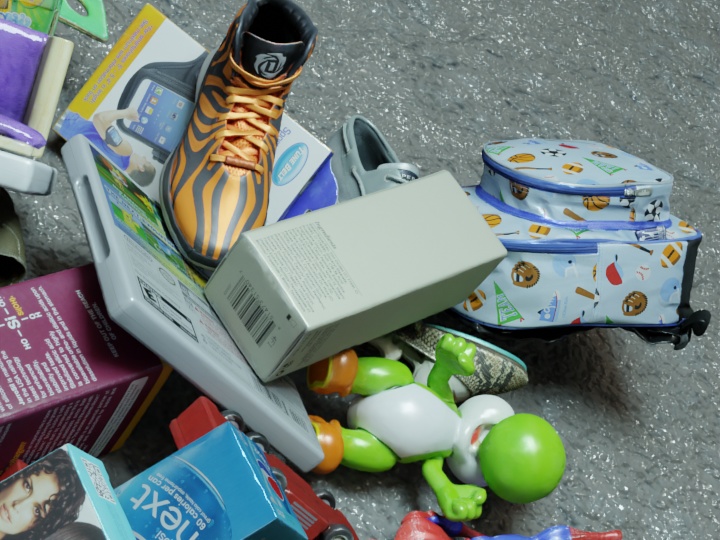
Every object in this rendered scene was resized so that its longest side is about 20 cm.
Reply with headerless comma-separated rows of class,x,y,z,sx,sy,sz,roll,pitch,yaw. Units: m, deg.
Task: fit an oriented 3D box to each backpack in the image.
backpack,0.147,-0.021,1.138,0.189,0.155,0.200,-10,16,-18

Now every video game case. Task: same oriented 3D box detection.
video game case,-0.110,0.021,0.956,0.200,0.022,0.183,45,12,-40
video game case,-0.284,-0.082,0.910,0.181,0.200,0.024,17,90,-8

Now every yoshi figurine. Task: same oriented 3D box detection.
yoshi figurine,0.061,0.113,1.017,0.199,0.113,0.112,15,38,-21

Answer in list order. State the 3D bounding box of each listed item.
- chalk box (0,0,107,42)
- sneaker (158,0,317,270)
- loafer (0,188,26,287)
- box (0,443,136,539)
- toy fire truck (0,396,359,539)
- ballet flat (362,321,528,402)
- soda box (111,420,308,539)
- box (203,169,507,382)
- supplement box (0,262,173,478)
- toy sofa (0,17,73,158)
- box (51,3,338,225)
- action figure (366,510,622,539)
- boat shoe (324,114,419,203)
chalk box,-0.276,-0.217,1.057,0.199,0.124,0.125,12,34,-23
sneaker,-0.081,-0.105,0.982,0.077,0.112,0.201,13,58,-16
loafer,-0.292,-0.005,0.928,0.199,0.076,0.067,-23,62,-43
box,-0.211,0.177,0.755,0.199,0.049,0.083,-31,67,1
toy fire truck,-0.107,0.155,0.892,0.200,0.141,0.049,45,5,-31
ballet flat,0.025,0.060,1.098,0.199,0.068,0.076,30,65,1
soda box,-0.134,0.166,0.806,0.199,0.068,0.064,-32,67,0
box,0.000,0.000,0.983,0.199,0.068,0.082,-18,66,-43
supplement box,-0.226,0.077,0.876,0.199,0.110,0.086,-17,65,-41
toy sofa,-0.291,-0.140,0.945,0.199,0.097,0.083,17,90,-24
box,-0.114,-0.089,1.089,0.200,0.119,0.041,38,2,4
action figure,0.091,0.203,1.019,0.199,0.052,0.066,10,44,-20
boat shoe,0.017,-0.055,1.135,0.070,0.072,0.201,17,27,-34
